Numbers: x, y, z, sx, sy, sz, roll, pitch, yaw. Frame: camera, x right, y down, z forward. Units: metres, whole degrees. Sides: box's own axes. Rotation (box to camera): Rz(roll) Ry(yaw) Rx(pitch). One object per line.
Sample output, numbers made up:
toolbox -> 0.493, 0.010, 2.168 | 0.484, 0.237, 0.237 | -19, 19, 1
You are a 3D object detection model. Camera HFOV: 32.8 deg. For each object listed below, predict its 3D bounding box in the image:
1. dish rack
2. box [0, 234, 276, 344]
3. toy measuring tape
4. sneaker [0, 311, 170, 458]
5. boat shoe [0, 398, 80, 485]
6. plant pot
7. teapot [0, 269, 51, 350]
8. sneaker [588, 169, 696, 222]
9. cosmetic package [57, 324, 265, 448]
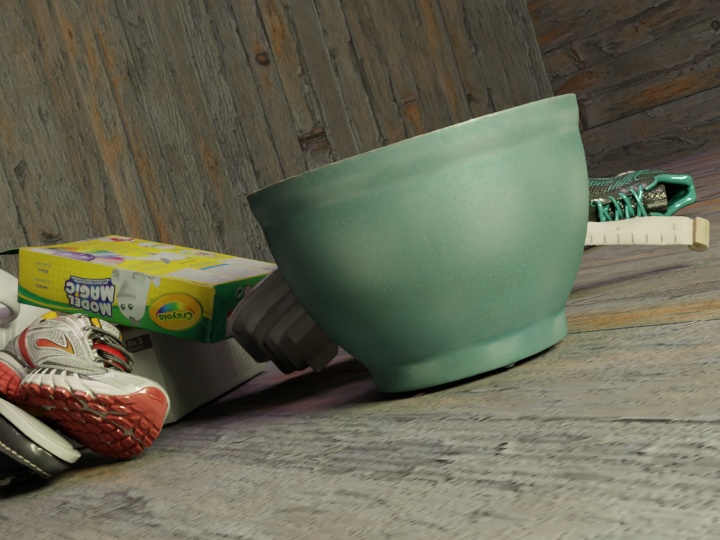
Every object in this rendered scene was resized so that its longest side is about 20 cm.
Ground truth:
dish rack -> 0.000, 0.000, 0.885 | 0.200, 0.044, 0.172 | -44, -15, -7
box -> -0.164, 0.009, 0.918 | 0.199, 0.049, 0.117 | 12, 11, 26
toy measuring tape -> 0.163, -0.010, 0.922 | 0.199, 0.074, 0.074 | -1, 8, 23
sneaker -> -0.187, 0.065, 0.819 | 0.199, 0.078, 0.082 | 10, 57, 49
boat shoe -> -0.251, 0.117, 0.823 | 0.199, 0.074, 0.061 | 8, 58, 53
plant pot -> 0.048, -0.009, 0.717 | 0.199, 0.135, 0.200 | -17, 3, 1
teapot -> -0.363, 0.077, 1.210 | 0.145, 0.199, 0.200 | -5, 16, 6
sneaker -> 0.280, -0.073, 1.301 | 0.199, 0.078, 0.091 | -21, 8, -37
cosmetic package -> -0.167, 0.075, 0.995 | 0.112, 0.082, 0.200 | -16, 4, 19
